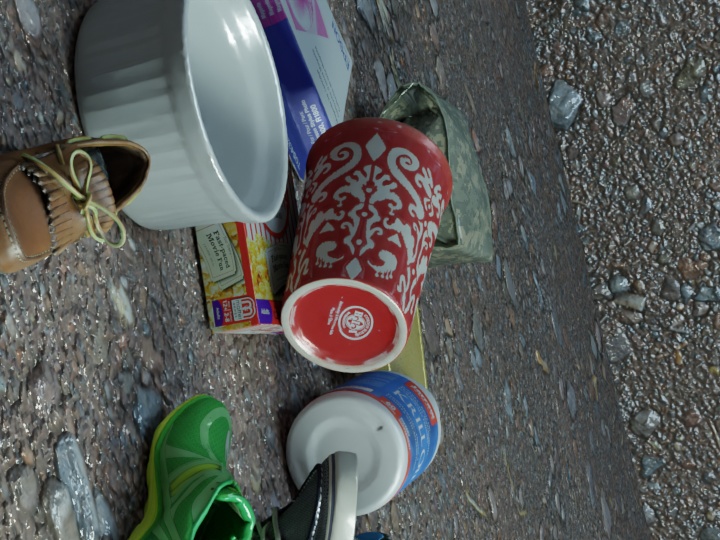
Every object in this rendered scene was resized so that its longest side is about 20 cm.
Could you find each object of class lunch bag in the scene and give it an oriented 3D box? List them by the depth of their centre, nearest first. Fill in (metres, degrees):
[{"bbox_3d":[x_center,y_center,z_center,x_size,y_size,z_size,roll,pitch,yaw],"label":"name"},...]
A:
[{"bbox_3d":[0.077,-0.110,1.957,0.164,0.117,0.201,15,69,-71],"label":"lunch bag"}]

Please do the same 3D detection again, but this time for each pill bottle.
[{"bbox_3d":[0.012,0.151,1.567,0.200,0.112,0.113,-21,100,-74],"label":"pill bottle"}]

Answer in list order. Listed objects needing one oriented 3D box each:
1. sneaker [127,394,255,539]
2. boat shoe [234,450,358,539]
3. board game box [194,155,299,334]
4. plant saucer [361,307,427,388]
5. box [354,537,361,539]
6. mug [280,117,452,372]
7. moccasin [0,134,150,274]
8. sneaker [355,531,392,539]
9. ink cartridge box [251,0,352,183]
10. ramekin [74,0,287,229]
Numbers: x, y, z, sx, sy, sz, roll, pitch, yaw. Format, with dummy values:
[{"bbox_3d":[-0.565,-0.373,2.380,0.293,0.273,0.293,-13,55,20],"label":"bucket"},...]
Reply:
[{"bbox_3d":[-0.110,0.167,1.192,0.200,0.083,0.074,-82,155,-50],"label":"sneaker"},{"bbox_3d":[-0.061,0.200,1.198,0.075,0.092,0.200,-92,-167,-50],"label":"boat shoe"},{"bbox_3d":[-0.096,-0.047,1.447,0.151,0.046,0.201,6,73,-74],"label":"board game box"},{"bbox_3d":[0.012,0.032,1.761,0.200,0.048,0.201,37,45,-66],"label":"plant saucer"},{"bbox_3d":[0.046,0.339,1.445,0.200,0.048,0.193,28,40,-22],"label":"box"},{"bbox_3d":[0.010,-0.004,1.474,0.200,0.133,0.178,-77,151,-48],"label":"mug"},{"bbox_3d":[-0.186,-0.046,1.084,0.201,0.077,0.074,-35,113,-72],"label":"moccasin"},{"bbox_3d":[0.022,0.338,1.545,0.082,0.073,0.200,64,23,-46],"label":"sneaker"},{"bbox_3d":[-0.063,-0.224,1.691,0.200,0.043,0.197,-85,158,-48],"label":"ink cartridge box"},{"bbox_3d":[-0.134,-0.126,1.281,0.200,0.097,0.201,-11,90,-73],"label":"ramekin"}]
